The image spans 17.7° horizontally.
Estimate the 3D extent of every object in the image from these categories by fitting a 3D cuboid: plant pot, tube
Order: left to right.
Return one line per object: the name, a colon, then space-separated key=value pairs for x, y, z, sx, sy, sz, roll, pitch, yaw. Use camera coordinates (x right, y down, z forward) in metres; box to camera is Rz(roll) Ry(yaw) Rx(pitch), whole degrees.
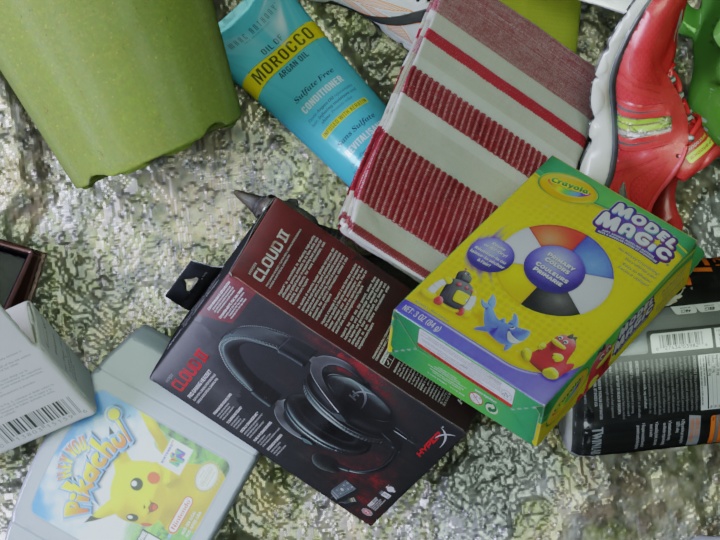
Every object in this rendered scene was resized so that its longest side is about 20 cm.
plant pot: x=-0.169 y=-0.162 z=1.526 sx=0.200 sy=0.200 sz=0.190 roll=-24 pitch=98 yaw=-2
tube: x=-0.023 y=-0.112 z=1.571 sx=0.077 sy=0.050 sz=0.200 roll=-40 pitch=71 yaw=-10

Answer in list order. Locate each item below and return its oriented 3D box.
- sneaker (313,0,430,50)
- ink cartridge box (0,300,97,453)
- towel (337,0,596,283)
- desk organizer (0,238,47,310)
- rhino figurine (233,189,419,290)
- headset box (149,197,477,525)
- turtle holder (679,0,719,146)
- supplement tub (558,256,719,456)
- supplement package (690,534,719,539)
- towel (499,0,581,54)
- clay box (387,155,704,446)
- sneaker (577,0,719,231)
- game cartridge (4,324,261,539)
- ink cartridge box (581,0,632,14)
sneaker: x=0.025 y=-0.195 z=1.563 sx=0.199 sy=0.080 sz=0.074 roll=17 pitch=82 yaw=-5
ink cartridge box: x=-0.296 y=0.073 z=1.486 sx=0.200 sy=0.174 sz=0.044 roll=-23 pitch=50 yaw=7
towel: x=0.075 y=-0.077 z=1.506 sx=0.144 sy=0.023 sz=0.200 roll=32 pitch=68 yaw=-23
desk organizer: x=-0.320 y=-0.010 z=1.552 sx=0.199 sy=0.077 sz=0.072 roll=17 pitch=85 yaw=2
rhino figurine: x=0.000 y=0.000 z=1.543 sx=0.200 sy=0.087 sz=0.060 roll=30 pitch=88 yaw=2
headset box: x=-0.031 y=0.056 z=1.488 sx=0.200 sy=0.149 sz=0.077 roll=34 pitch=51 yaw=-6
turtle holder: x=0.288 y=-0.164 z=1.532 sx=0.131 sy=0.141 sz=0.186 roll=18 pitch=74 yaw=-15
supplement tub: x=0.226 y=0.053 z=1.519 sx=0.199 sy=0.123 sz=0.123 roll=-6 pitch=85 yaw=-1
supplement package: x=0.242 y=0.283 z=1.500 sx=0.117 sy=0.117 sz=0.200 roll=-35 pitch=85 yaw=-3
towel: x=0.103 y=-0.100 z=1.563 sx=0.086 sy=0.018 sz=0.201 roll=4 pitch=92 yaw=-26
clay box: x=0.122 y=0.008 z=1.441 sx=0.115 sy=0.048 sz=0.200 roll=32 pitch=55 yaw=20
sneaker: x=0.199 y=-0.101 z=1.520 sx=0.085 sy=0.077 sz=0.200 roll=22 pitch=127 yaw=23
game cartridge: x=-0.154 y=0.145 z=1.558 sx=0.133 sy=0.040 sz=0.200 roll=28 pitch=85 yaw=7
ink cartridge box: x=0.161 y=-0.270 z=1.570 sx=0.116 sy=0.067 sz=0.201 roll=18 pitch=80 yaw=2
